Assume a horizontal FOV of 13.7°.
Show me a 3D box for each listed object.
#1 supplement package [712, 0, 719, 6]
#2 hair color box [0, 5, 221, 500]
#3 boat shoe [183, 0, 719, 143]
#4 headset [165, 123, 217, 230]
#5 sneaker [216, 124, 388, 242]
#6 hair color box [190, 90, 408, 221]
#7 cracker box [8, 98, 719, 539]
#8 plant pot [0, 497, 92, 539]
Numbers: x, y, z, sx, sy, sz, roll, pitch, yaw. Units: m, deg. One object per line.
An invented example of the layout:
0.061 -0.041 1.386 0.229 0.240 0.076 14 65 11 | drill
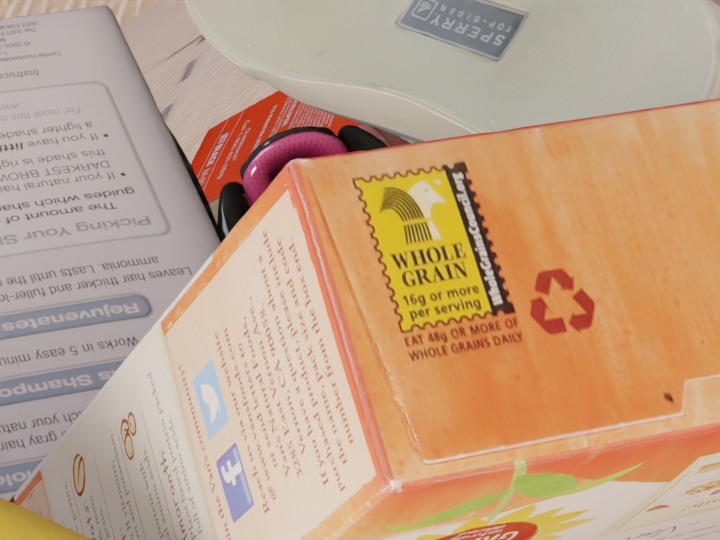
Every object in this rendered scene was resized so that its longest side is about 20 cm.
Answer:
0.130 -0.081 0.826 0.200 0.120 0.121 -11 0 -29 | supplement package
-0.079 0.025 0.708 0.099 0.061 0.200 -9 44 -19 | hair color box
0.030 -0.051 0.731 0.201 0.071 0.070 30 83 47 | boat shoe
-0.082 0.034 0.840 0.094 0.124 0.200 -18 37 16 | headset
0.000 0.000 0.766 0.080 0.086 0.200 -28 10 -7 | sneaker
0.038 -0.031 1.065 0.200 0.111 0.064 -27 28 38 | hair color box
0.021 0.033 0.541 0.134 0.058 0.200 -9 -18 -26 | cracker box
-0.095 0.137 0.490 0.200 0.176 0.200 -20 29 51 | plant pot
